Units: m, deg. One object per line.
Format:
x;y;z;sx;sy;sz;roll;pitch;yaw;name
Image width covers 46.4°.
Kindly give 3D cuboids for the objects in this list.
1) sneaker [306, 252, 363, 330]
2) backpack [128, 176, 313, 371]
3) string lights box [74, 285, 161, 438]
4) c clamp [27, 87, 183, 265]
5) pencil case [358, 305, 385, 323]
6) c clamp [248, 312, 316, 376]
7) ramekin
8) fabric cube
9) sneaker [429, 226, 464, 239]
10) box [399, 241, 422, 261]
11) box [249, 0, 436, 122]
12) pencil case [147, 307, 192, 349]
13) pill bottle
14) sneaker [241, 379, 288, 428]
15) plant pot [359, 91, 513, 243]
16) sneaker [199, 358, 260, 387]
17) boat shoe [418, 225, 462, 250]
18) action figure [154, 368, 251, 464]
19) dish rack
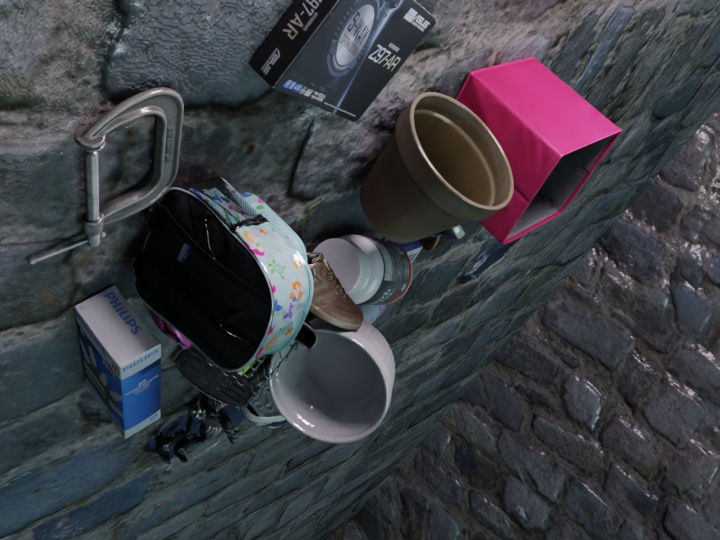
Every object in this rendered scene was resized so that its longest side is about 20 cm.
-0.062;0.018;1.242;0.200;0.070;0.076;32;103;-27;sneaker
-0.148;0.010;0.975;0.150;0.200;0.178;-13;139;-50;backpack
-0.303;0.120;1.063;0.059;0.103;0.200;-31;157;-30;string lights box
-0.248;-0.094;0.844;0.171;0.027;0.200;-28;156;-37;c clamp
-0.038;0.096;1.493;0.200;0.091;0.083;-46;164;-39;pencil case
-0.136;0.145;1.529;0.171;0.027;0.200;-51;164;-16;c clamp
-0.038;0.164;1.344;0.200;0.200;0.105;-53;178;26;ramekin
0.256;-0.198;1.365;0.196;0.199;0.200;-26;154;-43;fabric cube
0.104;-0.077;1.390;0.084;0.075;0.200;-31;-163;-7;sneaker
0.040;0.008;1.605;0.119;0.041;0.200;-22;153;-47;box
-0.013;-0.258;0.943;0.160;0.044;0.200;-49;160;16;box
-0.184;0.019;1.124;0.200;0.091;0.094;-39;144;-19;pencil case
0.000;0.000;1.394;0.116;0.116;0.200;-49;160;16;pill bottle
-0.162;0.252;1.498;0.200;0.081;0.147;-23;158;-54;sneaker
0.094;-0.132;1.241;0.173;0.200;0.200;-37;169;39;plant pot
-0.183;0.119;1.378;0.200;0.076;0.105;-37;178;-20;sneaker
0.166;-0.113;1.560;0.070;0.070;0.200;-24;162;-28;boat shoe
-0.254;0.254;1.447;0.200;0.102;0.119;-44;149;6;action figure
-0.178;0.117;1.251;0.200;0.153;0.055;-49;-164;14;dish rack
